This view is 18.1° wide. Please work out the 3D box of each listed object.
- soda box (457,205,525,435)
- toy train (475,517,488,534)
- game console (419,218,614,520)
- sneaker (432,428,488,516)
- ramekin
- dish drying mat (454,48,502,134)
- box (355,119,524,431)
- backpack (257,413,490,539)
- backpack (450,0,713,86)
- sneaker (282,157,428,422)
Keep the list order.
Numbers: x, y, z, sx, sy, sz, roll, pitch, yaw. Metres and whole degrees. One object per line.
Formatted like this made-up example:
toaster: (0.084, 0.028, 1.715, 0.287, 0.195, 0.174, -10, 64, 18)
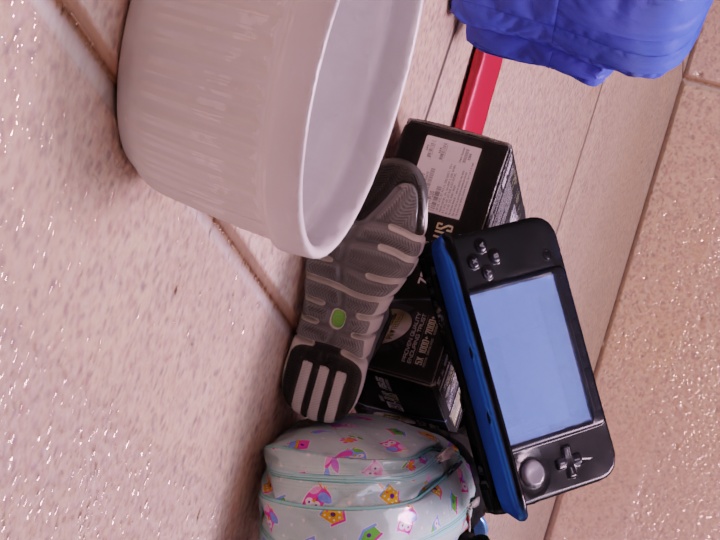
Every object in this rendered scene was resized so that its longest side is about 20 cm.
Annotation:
soda box: (0.104, 0.041, 1.884, 0.063, 0.070, 0.201, -39, -131, 51)
toy train: (0.051, 0.190, 1.945, 0.087, 0.114, 0.201, -54, 157, -42)
game console: (0.120, 0.064, 1.594, 0.170, 0.118, 0.201, -14, 88, -34)
sneaker: (0.022, 0.173, 1.777, 0.200, 0.091, 0.076, -36, -139, 34)
ramekin: (-0.044, -0.115, 1.132, 0.200, 0.104, 0.201, 15, 90, -79)
dish drying mat: (0.091, -0.110, 1.979, 0.077, 0.018, 0.201, 21, 85, -77)
box: (0.055, 0.009, 1.757, 0.164, 0.086, 0.201, 65, 42, -70)
backpack: (-0.005, 0.169, 1.616, 0.200, 0.166, 0.127, -21, 107, -72)
backpack: (0.189, -0.241, 1.819, 0.168, 0.199, 0.163, 90, 19, -52)
sneaker: (0.000, 0.000, 1.598, 0.116, 0.075, 0.201, -57, 170, -69)
